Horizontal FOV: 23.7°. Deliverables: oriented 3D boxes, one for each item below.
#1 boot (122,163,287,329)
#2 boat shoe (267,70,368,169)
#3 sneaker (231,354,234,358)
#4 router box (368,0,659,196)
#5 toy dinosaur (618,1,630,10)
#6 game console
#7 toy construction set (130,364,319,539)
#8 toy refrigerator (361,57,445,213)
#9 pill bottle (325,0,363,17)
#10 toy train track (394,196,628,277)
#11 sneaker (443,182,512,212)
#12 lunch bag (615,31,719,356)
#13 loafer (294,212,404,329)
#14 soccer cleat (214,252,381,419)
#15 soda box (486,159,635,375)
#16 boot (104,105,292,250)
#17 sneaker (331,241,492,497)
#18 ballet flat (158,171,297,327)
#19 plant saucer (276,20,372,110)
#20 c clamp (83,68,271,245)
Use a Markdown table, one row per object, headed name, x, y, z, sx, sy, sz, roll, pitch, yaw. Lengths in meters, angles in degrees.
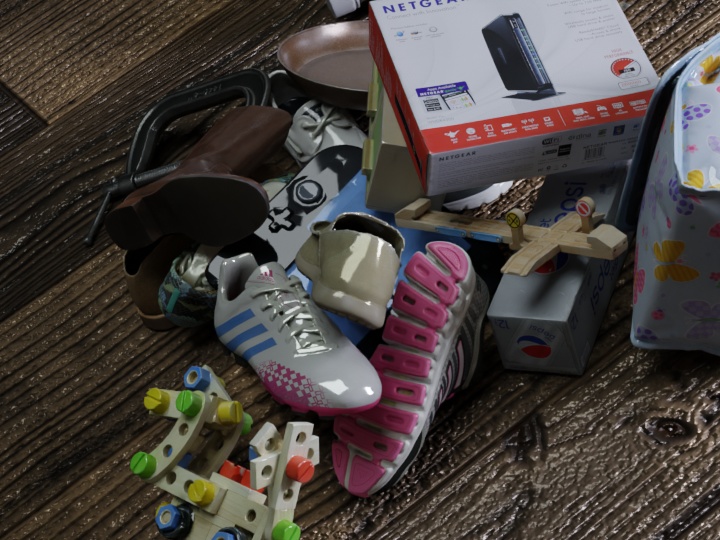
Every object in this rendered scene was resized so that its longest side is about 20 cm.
| name | x | y | z | sx | sy | sz | roll | pitch | yaw |
| --- | --- | --- | --- | --- | --- | --- | --- | --- | --- |
| boot | -0.134 | -0.040 | 1.536 | 0.073 | 0.076 | 0.200 | 15 | 52 | 40 |
| boat shoe | -0.035 | -0.129 | 1.590 | 0.072 | 0.066 | 0.200 | -29 | 39 | -6 |
| sneaker | -0.040 | -0.001 | 1.442 | 0.099 | 0.075 | 0.200 | 17 | 55 | 38 |
| router box | 0.122 | -0.154 | 1.359 | 0.199 | 0.049 | 0.180 | -11 | 51 | -10 |
| toy dinosaur | 0.135 | -0.171 | 1.443 | 0.088 | 0.048 | 0.200 | 32 | 68 | 24 |
| game console | 0.000 | 0.000 | 1.395 | 0.200 | 0.031 | 0.177 | 36 | 64 | 20 |
| toy construction set | -0.095 | 0.148 | 1.270 | 0.200 | 0.092 | 0.132 | 14 | 77 | 55 |
| toy refrigerator | 0.041 | -0.143 | 1.436 | 0.070 | 0.076 | 0.201 | 9 | 47 | -6 |
| pill bottle | 0.048 | -0.336 | 1.746 | 0.199 | 0.112 | 0.112 | -25 | 39 | -1 |
| toy train track | 0.111 | -0.040 | 1.313 | 0.199 | 0.033 | 0.115 | 9 | 30 | 37 |
| sneaker | 0.121 | -0.127 | 1.493 | 0.200 | 0.085 | 0.074 | -32 | 38 | -12 |
| lunch bag | 0.260 | -0.060 | 1.266 | 0.126 | 0.170 | 0.201 | 10 | 45 | 3 |
| loafer | -0.001 | -0.010 | 1.290 | 0.069 | 0.075 | 0.200 | -63 | 12 | 8 |
| soccer cleat | -0.055 | 0.045 | 1.278 | 0.070 | 0.087 | 0.200 | -15 | 24 | -30 |
| soda box | 0.166 | -0.012 | 1.357 | 0.068 | 0.064 | 0.200 | 3 | 46 | 26 |
| boot | -0.101 | -0.092 | 1.471 | 0.186 | 0.064 | 0.200 | -4 | 26 | 39 |
| sneaker | 0.048 | 0.082 | 1.298 | 0.074 | 0.087 | 0.201 | 18 | 83 | 37 |
| ballet flat | -0.096 | -0.029 | 1.484 | 0.074 | 0.074 | 0.200 | 14 | 50 | 38 |
| plant saucer | 0.021 | -0.190 | 1.611 | 0.199 | 0.032 | 0.200 | 1 | 25 | -1 |
| c clamp | -0.169 | -0.114 | 1.647 | 0.199 | 0.027 | 0.171 | -19 | 44 | 30 |
